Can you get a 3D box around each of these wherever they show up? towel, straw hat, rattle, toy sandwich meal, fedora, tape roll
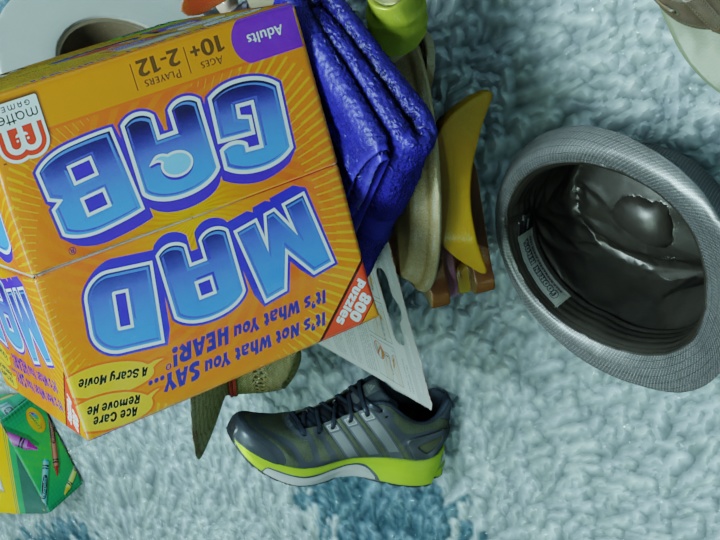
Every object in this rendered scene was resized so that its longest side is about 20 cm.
[{"bbox_3d":[-0.027,-0.083,0.952,0.148,0.049,0.200,52,154,13],"label":"towel"},{"bbox_3d":[-0.091,0.055,1.217,0.084,0.202,0.203,1,125,-2],"label":"straw hat"},{"bbox_3d":[-0.017,-0.217,0.976,0.199,0.144,0.130,10,155,50],"label":"rattle"},{"bbox_3d":[0.053,-0.073,1.025,0.069,0.206,0.207,-6,124,-8],"label":"toy sandwich meal"},{"bbox_3d":[0.187,-0.020,0.973,0.199,0.090,0.178,19,127,41],"label":"fedora"},{"bbox_3d":[-0.198,-0.110,1.138,0.202,0.203,0.140,40,135,9],"label":"tape roll"}]

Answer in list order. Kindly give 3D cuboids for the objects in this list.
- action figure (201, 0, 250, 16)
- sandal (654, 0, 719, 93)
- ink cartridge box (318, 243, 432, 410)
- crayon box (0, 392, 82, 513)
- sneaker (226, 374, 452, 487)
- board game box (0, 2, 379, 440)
[{"bbox_3d":[-0.052,-0.207,1.058,0.130,0.069,0.201,33,138,6],"label":"action figure"},{"bbox_3d":[0.193,-0.186,0.881,0.079,0.057,0.202,-22,104,44],"label":"sandal"},{"bbox_3d":[0.000,0.000,1.113,0.199,0.050,0.162,22,134,56],"label":"ink cartridge box"},{"bbox_3d":[-0.407,0.202,1.613,0.199,0.058,0.120,-8,113,41],"label":"crayon box"},{"bbox_3d":[-0.014,0.122,1.188,0.074,0.198,0.082,52,131,51],"label":"sneaker"},{"bbox_3d":[-0.141,-0.040,0.929,0.199,0.199,0.202,11,120,62],"label":"board game box"}]
